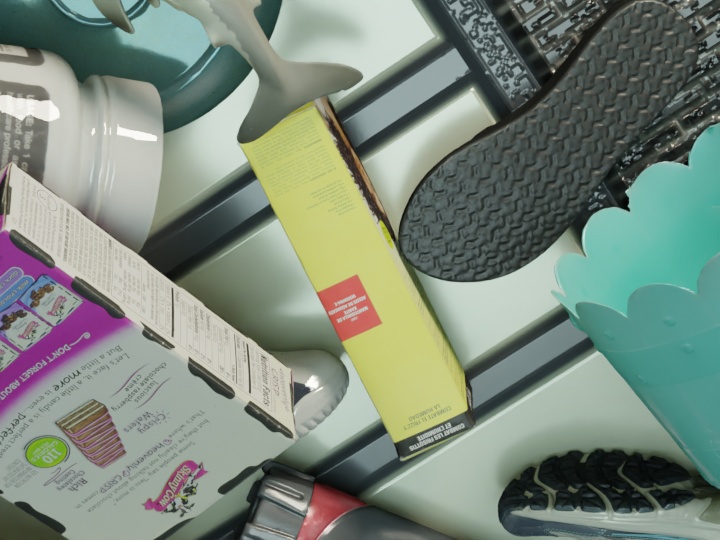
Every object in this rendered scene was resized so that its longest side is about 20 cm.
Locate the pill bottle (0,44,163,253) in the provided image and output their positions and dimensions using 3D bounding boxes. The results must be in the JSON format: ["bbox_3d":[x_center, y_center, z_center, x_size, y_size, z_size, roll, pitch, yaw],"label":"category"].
[{"bbox_3d":[-0.209,-0.063,1.076,0.199,0.113,0.113,7,106,-19],"label":"pill bottle"}]

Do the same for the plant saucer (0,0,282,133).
[{"bbox_3d":[-0.141,-0.165,1.134,0.199,0.027,0.201,1,105,2],"label":"plant saucer"}]

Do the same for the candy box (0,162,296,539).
[{"bbox_3d":[-0.148,0.054,1.065,0.136,0.061,0.200,-37,122,23],"label":"candy box"}]

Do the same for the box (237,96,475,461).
[{"bbox_3d":[0.000,0.000,1.152,0.050,0.075,0.200,-24,105,8],"label":"box"}]

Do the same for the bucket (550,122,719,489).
[{"bbox_3d":[0.218,0.009,1.088,0.207,0.207,0.135,-31,105,9],"label":"bucket"}]

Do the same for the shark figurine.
[{"bbox_3d":[-0.091,-0.166,1.053,0.214,0.128,0.090,35,67,6],"label":"shark figurine"}]

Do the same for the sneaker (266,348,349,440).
[{"bbox_3d":[-0.114,0.040,1.161,0.199,0.080,0.130,-9,114,14],"label":"sneaker"}]

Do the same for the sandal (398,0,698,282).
[{"bbox_3d":[0.104,-0.067,1.150,0.200,0.048,0.075,-42,100,-1],"label":"sandal"}]

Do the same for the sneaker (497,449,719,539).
[{"bbox_3d":[0.177,0.157,1.191,0.199,0.078,0.087,4,109,0],"label":"sneaker"}]

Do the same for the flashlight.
[{"bbox_3d":[0.025,0.175,1.203,0.200,0.068,0.068,24,104,-5],"label":"flashlight"}]
